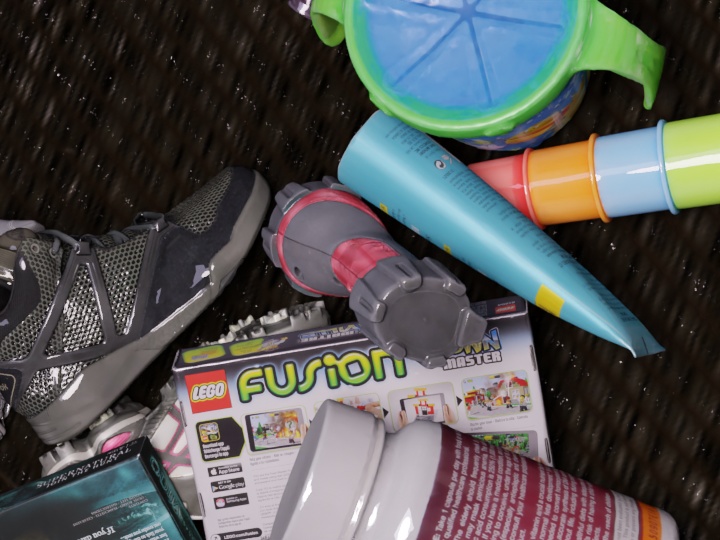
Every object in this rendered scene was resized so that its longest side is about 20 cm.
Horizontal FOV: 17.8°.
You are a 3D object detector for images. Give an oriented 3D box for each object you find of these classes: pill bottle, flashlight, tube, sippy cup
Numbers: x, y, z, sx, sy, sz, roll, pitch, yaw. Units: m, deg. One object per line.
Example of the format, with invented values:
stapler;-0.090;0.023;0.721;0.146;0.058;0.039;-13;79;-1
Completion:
pill bottle;0.057;0.147;1.216;0.199;0.114;0.115;22;88;-6
flashlight;0.000;0.000;1.250;0.068;0.200;0.068;-36;110;-4
tube;0.079;-0.014;1.257;0.199;0.077;0.051;36;106;15
sippy cup;0.071;-0.127;1.277;0.139;0.130;0.178;-41;71;4

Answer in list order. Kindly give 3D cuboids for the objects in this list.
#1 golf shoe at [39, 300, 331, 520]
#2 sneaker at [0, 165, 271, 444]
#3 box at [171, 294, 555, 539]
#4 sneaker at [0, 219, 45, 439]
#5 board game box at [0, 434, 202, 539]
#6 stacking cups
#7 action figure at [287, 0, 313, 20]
golf shoe;-0.088;0.091;1.337;0.199;0.077;0.088;-34;91;14
sneaker;-0.143;-0.007;1.324;0.199;0.076;0.114;-45;108;-10
box;0.004;0.084;1.276;0.198;0.035;0.111;-9;106;4
sneaker;-0.215;0.061;1.371;0.114;0.075;0.202;-4;80;14
board game box;-0.181;0.191;1.329;0.199;0.028;0.136;-22;108;14
stacking cups;0.154;-0.059;1.286;0.198;0.060;0.061;-6;80;19
action figure;0.000;-0.246;1.319;0.130;0.069;0.201;36;119;4
